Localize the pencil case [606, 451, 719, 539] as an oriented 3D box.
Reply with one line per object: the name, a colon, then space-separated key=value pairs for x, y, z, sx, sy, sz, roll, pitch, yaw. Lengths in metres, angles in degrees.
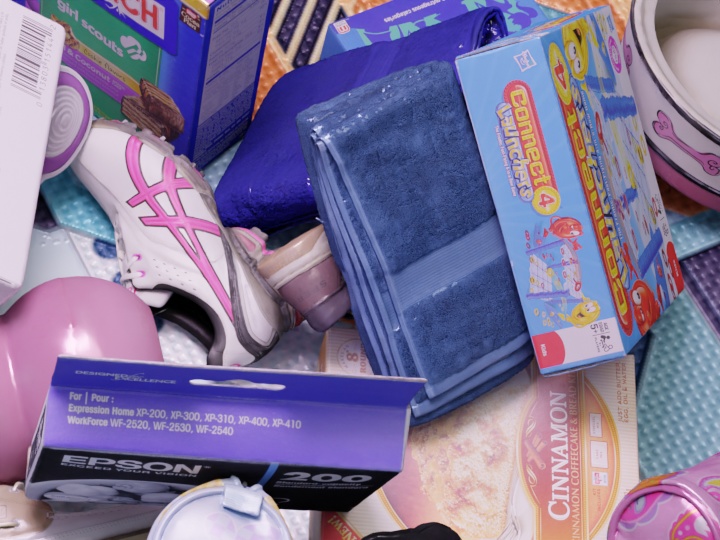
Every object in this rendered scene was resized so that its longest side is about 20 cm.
pencil case: x=0.230 y=0.146 z=1.376 sx=0.088 sy=0.088 sz=0.199 roll=48 pitch=32 yaw=19

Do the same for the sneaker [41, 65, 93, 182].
sneaker: x=-0.255 y=-0.049 z=1.472 sx=0.099 sy=0.075 sz=0.200 roll=15 pitch=63 yaw=52

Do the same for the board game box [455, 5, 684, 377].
board game box: x=0.136 y=-0.056 z=1.422 sx=0.055 sy=0.196 sz=0.202 roll=-13 pitch=97 yaw=21

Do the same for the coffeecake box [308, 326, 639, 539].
coffeecake box: x=0.069 y=0.126 z=1.409 sx=0.198 sy=0.073 sz=0.155 roll=5 pitch=59 yaw=-6

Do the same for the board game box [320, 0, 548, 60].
board game box: x=0.086 y=-0.110 z=1.574 sx=0.151 sy=0.045 sz=0.201 roll=-23 pitch=67 yaw=-22

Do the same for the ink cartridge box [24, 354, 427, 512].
ink cartridge box: x=-0.079 y=0.094 z=1.238 sx=0.196 sy=0.200 sz=0.044 roll=4 pitch=72 yaw=-11

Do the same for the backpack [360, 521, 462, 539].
backpack: x=0.043 y=0.257 z=1.280 sx=0.126 sy=0.167 sz=0.201 roll=-14 pitch=68 yaw=-23

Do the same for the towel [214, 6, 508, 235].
towel: x=0.003 y=-0.091 z=1.481 sx=0.050 sy=0.199 sz=0.148 roll=49 pitch=50 yaw=-29

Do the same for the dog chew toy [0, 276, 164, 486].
dog chew toy: x=-0.217 y=0.077 z=1.367 sx=0.198 sy=0.125 sz=0.125 roll=-14 pitch=61 yaw=-8

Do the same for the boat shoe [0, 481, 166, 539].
boat shoe: x=-0.205 y=0.160 z=1.339 sx=0.198 sy=0.075 sz=0.069 roll=-13 pitch=67 yaw=-16

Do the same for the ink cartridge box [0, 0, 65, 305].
ink cartridge box: x=-0.269 y=-0.097 z=1.340 sx=0.175 sy=0.045 sz=0.201 roll=27 pitch=49 yaw=-29

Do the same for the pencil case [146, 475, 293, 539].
pencil case: x=-0.086 y=0.184 z=1.272 sx=0.082 sy=0.200 sz=0.091 roll=4 pitch=66 yaw=-7

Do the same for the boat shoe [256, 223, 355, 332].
boat shoe: x=0.000 y=0.000 z=1.441 sx=0.065 sy=0.072 sz=0.200 roll=64 pitch=22 yaw=3

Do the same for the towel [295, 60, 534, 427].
towel: x=0.039 y=-0.017 z=1.350 sx=0.111 sy=0.048 sz=0.201 roll=-26 pitch=109 yaw=-21

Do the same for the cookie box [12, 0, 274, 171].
cookie box: x=-0.146 y=-0.179 z=1.483 sx=0.171 sy=0.200 sz=0.075 roll=38 pitch=60 yaw=14

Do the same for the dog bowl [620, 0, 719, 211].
dog bowl: x=0.262 y=-0.123 z=1.572 sx=0.199 sy=0.074 sz=0.201 roll=14 pitch=48 yaw=-17

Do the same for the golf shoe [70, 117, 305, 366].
golf shoe: x=-0.128 y=-0.019 z=1.464 sx=0.200 sy=0.073 sz=0.092 roll=43 pitch=62 yaw=16
